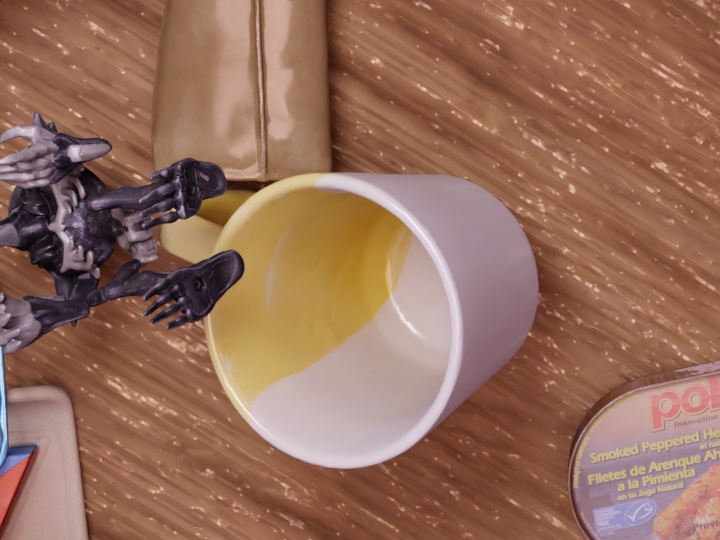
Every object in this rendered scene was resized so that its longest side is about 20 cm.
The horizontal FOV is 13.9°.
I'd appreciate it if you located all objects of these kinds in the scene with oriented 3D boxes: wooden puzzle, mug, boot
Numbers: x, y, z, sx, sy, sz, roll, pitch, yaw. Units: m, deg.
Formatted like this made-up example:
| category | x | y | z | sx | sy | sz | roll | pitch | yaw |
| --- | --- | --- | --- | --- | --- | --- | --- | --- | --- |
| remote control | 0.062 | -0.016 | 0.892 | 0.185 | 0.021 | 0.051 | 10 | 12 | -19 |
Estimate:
| category | x | y | z | sx | sy | sz | roll | pitch | yaw |
| --- | --- | --- | --- | --- | --- | --- | --- | --- | --- |
| wooden puzzle | -0.243 | 0.170 | 1.650 | 0.184 | 0.046 | 0.201 | -6 | 102 | 2 |
| mug | 0.009 | -0.001 | 1.552 | 0.149 | 0.153 | 0.187 | -42 | 79 | 29 |
| boot | -0.024 | -0.148 | 1.575 | 0.174 | 0.066 | 0.201 | 4 | 101 | 13 |

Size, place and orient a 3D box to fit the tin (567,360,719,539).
| category | x | y | z | sx | sy | sz | roll | pitch | yaw |
| --- | --- | --- | --- | --- | --- | --- | --- | --- | --- |
| tin | 0.212 | 0.102 | 1.634 | 0.199 | 0.042 | 0.112 | -11 | 105 | 3 |

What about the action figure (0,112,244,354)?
| category | x | y | z | sx | sy | sz | roll | pitch | yaw |
| --- | --- | --- | --- | --- | --- | --- | --- | --- | --- |
| action figure | -0.150 | -0.021 | 1.530 | 0.102 | 0.200 | 0.119 | -11 | 98 | -36 |

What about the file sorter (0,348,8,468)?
| category | x | y | z | sx | sy | sz | roll | pitch | yaw |
| --- | --- | --- | --- | --- | --- | --- | --- | --- | --- |
| file sorter | -0.257 | 0.047 | 1.531 | 0.122 | 0.200 | 0.139 | -4 | 83 | 1 |
